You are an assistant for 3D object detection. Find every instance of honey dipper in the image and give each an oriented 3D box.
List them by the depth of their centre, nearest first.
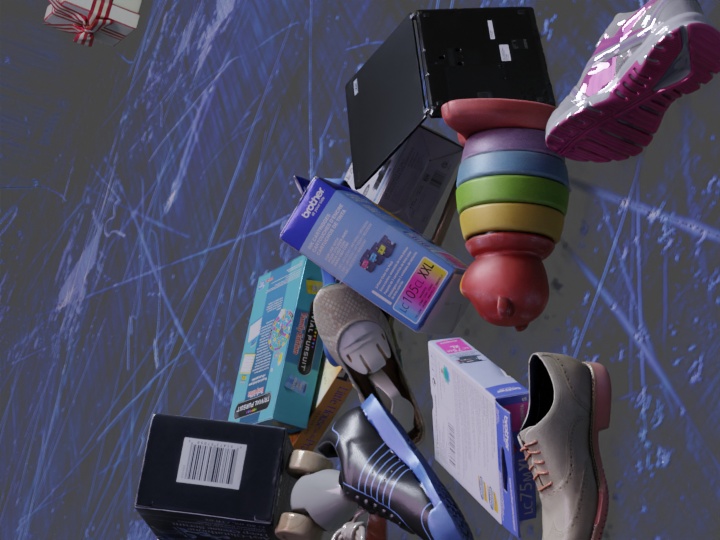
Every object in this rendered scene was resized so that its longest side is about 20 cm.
[{"bbox_3d":[0.094,-0.060,1.769,0.201,0.038,0.038,-66,22,1],"label":"honey dipper"}]

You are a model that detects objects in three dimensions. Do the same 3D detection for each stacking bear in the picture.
[{"bbox_3d":[0.136,-0.047,1.560,0.121,0.113,0.201,39,-128,-70],"label":"stacking bear"}]

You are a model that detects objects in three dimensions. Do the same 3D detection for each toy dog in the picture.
[{"bbox_3d":[-0.001,0.239,1.708,0.200,0.096,0.132,17,81,55],"label":"toy dog"}]

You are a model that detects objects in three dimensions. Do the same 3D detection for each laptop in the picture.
[{"bbox_3d":[0.088,-0.179,1.738,0.178,0.199,0.104,-96,4,-45],"label":"laptop"}]

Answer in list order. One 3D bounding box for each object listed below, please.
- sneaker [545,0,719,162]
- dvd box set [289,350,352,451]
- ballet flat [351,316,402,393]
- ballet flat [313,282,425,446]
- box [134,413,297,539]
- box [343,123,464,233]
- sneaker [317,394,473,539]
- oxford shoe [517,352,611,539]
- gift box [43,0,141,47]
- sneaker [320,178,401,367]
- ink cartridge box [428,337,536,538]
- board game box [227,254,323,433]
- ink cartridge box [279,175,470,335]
[{"bbox_3d":[0.237,-0.170,1.469,0.200,0.081,0.089,-41,35,38],"label":"sneaker"},{"bbox_3d":[-0.052,0.124,1.963,0.200,0.029,0.147,-58,25,30],"label":"dvd box set"},{"bbox_3d":[0.007,0.073,1.819,0.071,0.070,0.201,-48,32,44],"label":"ballet flat"},{"bbox_3d":[0.017,0.095,1.660,0.067,0.200,0.062,-35,33,-9],"label":"ballet flat"},{"bbox_3d":[-0.148,0.242,1.830,0.200,0.148,0.108,78,-161,-66],"label":"box"},{"bbox_3d":[0.041,-0.109,1.844,0.117,0.060,0.200,-63,14,7],"label":"box"},{"bbox_3d":[0.031,0.205,1.562,0.078,0.070,0.200,-39,46,3],"label":"sneaker"},{"bbox_3d":[0.157,0.162,1.381,0.071,0.074,0.201,-39,39,51],"label":"oxford shoe"},{"bbox_3d":[-0.563,-0.577,3.516,0.184,0.199,0.188,157,127,-68],"label":"gift box"},{"bbox_3d":[0.000,0.000,1.760,0.078,0.070,0.201,-6,87,22],"label":"sneaker"},{"bbox_3d":[0.112,0.144,1.493,0.200,0.042,0.120,-137,41,-69],"label":"ink cartridge box"},{"bbox_3d":[-0.091,0.093,1.975,0.151,0.047,0.201,-25,51,62],"label":"board game box"},{"bbox_3d":[0.010,-0.021,1.650,0.077,0.200,0.136,-59,-16,6],"label":"ink cartridge box"}]
